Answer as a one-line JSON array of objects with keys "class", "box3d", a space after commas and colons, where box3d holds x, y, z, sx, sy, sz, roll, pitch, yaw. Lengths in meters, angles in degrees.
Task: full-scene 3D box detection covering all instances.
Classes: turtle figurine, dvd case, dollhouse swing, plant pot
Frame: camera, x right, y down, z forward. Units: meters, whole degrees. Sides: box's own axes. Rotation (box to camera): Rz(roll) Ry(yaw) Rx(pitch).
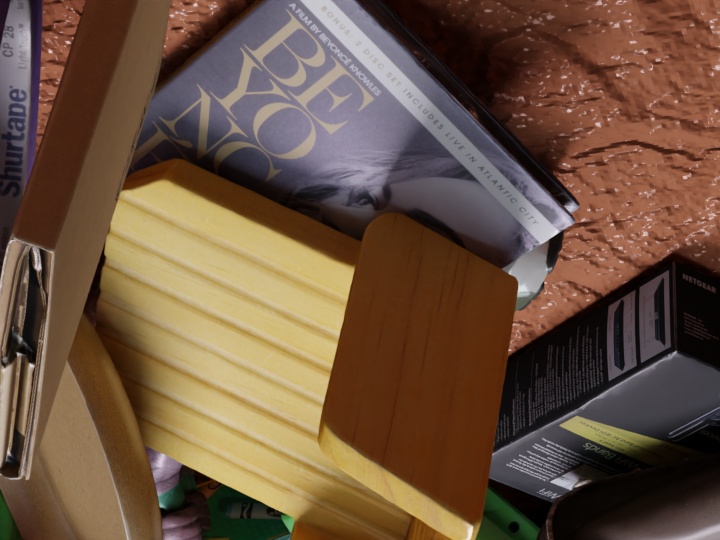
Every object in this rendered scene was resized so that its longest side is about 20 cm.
[{"class": "turtle figurine", "box3d": [-0.070, 0.175, 1.107, 0.100, 0.201, 0.150, -16, 180, -14]}, {"class": "dvd case", "box3d": [-0.025, -0.031, 0.942, 0.149, 0.016, 0.200, 45, 133, -12]}, {"class": "dollhouse swing", "box3d": [-0.043, 0.084, 0.935, 0.175, 0.182, 0.200, 14, 136, -1]}, {"class": "plant pot", "box3d": [-0.138, 0.078, 1.044, 0.027, 0.200, 0.200, -19, 155, -23]}]

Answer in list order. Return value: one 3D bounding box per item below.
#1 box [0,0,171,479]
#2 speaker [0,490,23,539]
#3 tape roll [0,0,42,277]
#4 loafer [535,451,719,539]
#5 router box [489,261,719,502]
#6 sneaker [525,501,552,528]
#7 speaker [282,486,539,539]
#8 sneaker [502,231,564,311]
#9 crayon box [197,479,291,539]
[{"class": "box", "box3d": [-0.098, -0.046, 0.813, 0.021, 0.201, 0.164, 15, 146, -2]}, {"class": "speaker", "box3d": [-0.194, 0.200, 1.308, 0.088, 0.089, 0.200, -7, 146, 15]}, {"class": "tape roll", "box3d": [-0.170, -0.045, 0.822, 0.085, 0.201, 0.200, 5, 147, -4]}, {"class": "loafer", "box3d": [0.177, 0.109, 1.060, 0.199, 0.073, 0.071, -11, 135, 13]}, {"class": "router box", "box3d": [0.178, 0.081, 1.119, 0.200, 0.052, 0.157, 23, 143, -28]}, {"class": "sneaker", "box3d": [0.139, 0.167, 1.231, 0.199, 0.076, 0.091, -2, 112, -6]}, {"class": "speaker", "box3d": [0.057, 0.161, 1.153, 0.200, 0.089, 0.088, 41, 138, -8]}, {"class": "sneaker", "box3d": [0.000, 0.000, 1.011, 0.089, 0.077, 0.200, 36, 131, -21]}, {"class": "crayon box", "box3d": [-0.125, 0.192, 1.224, 0.199, 0.058, 0.119, -18, 135, -13]}]
